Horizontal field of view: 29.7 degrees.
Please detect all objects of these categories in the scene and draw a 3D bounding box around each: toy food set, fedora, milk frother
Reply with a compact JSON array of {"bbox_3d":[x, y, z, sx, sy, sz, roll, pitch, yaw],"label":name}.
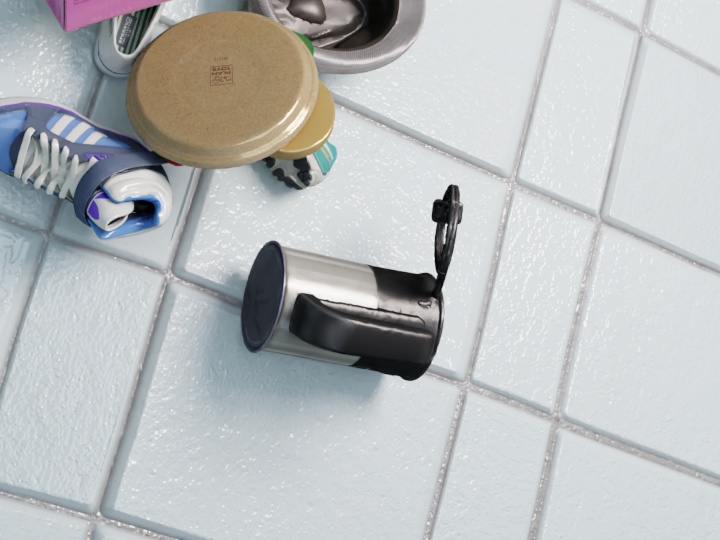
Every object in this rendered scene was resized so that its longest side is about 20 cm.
[{"bbox_3d":[-0.133,-0.179,1.336,0.198,0.049,0.199,-19,60,-8],"label":"toy food set"},{"bbox_3d":[-0.037,-0.290,1.466,0.198,0.090,0.179,-11,87,-23],"label":"fedora"},{"bbox_3d":[0.000,0.000,1.394,0.186,0.180,0.203,12,81,-24],"label":"milk frother"}]

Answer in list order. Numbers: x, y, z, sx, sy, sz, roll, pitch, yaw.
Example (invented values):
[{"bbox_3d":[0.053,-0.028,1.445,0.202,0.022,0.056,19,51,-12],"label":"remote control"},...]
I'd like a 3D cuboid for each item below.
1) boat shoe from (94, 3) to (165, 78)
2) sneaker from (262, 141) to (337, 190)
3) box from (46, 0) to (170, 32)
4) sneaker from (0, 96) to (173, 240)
[{"bbox_3d":[-0.220,-0.296,1.391,0.073,0.067,0.203,13,78,-24],"label":"boat shoe"},{"bbox_3d":[-0.094,-0.182,1.447,0.080,0.077,0.201,-40,104,-46],"label":"sneaker"},{"bbox_3d":[-0.249,-0.356,1.322,0.174,0.097,0.201,-21,63,-24],"label":"box"},{"bbox_3d":[-0.273,-0.092,1.290,0.198,0.147,0.081,14,114,-28],"label":"sneaker"}]
